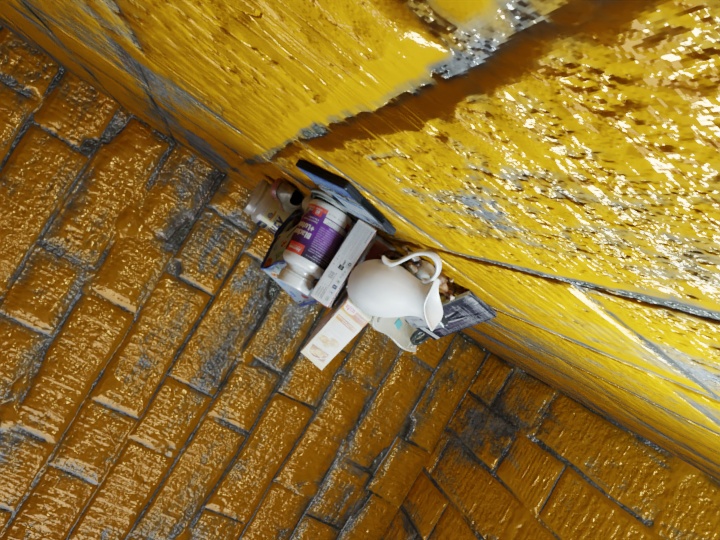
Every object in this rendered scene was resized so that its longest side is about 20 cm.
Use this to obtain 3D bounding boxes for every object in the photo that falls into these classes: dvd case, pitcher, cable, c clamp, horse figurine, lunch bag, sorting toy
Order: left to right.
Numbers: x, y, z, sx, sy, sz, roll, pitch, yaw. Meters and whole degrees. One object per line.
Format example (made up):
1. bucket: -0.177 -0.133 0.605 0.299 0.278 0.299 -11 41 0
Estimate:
1. lunch bag: -0.149 -0.037 1.348 0.123 0.202 0.170 -13 133 35
2. c clamp: -0.048 -0.141 1.216 0.199 0.027 0.170 34 178 -34
3. dvd case: -0.024 -0.140 1.000 0.142 0.018 0.200 31 176 36
4. pitcher: 0.077 0.023 1.094 0.198 0.174 0.121 14 -156 26
5. sorting toy: 0.121 0.118 1.466 0.178 0.202 0.107 12 -154 -39
6. dvd case: 0.108 0.057 1.233 0.201 0.025 0.150 51 158 -12
7. horse figurine: 0.149 0.000 1.217 0.199 0.050 0.133 32 178 11
8. cable: 0.220 0.136 1.451 0.096 0.200 0.051 19 -146 -38
9. dvd case: 0.238 0.122 1.355 0.148 0.198 0.016 34 -139 -40

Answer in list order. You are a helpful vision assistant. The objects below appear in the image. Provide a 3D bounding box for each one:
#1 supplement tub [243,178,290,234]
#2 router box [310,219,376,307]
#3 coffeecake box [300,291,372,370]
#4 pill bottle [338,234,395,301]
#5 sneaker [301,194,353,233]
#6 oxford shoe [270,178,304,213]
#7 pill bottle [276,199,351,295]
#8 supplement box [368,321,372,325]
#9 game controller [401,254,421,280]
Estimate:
1. supplement tub: -0.270 -0.194 1.693 0.199 0.146 0.145 32 178 -19
2. router box: -0.036 -0.010 1.202 0.049 0.201 0.180 32 177 3
3. coffeecake box: -0.041 0.121 1.253 0.073 0.200 0.154 40 -151 -4
4. pill bottle: 0.000 0.000 1.372 0.111 0.202 0.112 31 178 1
5. sneaker: -0.065 -0.110 1.355 0.199 0.074 0.116 35 -171 -32
6. oxford shoe: -0.194 -0.200 1.501 0.074 0.071 0.200 26 177 17
7. pill bottle: -0.110 -0.051 1.184 0.110 0.202 0.111 27 173 4
8. supplement box: 0.036 0.048 1.702 0.199 0.134 0.201 32 -148 -20
9. game controller: 0.136 0.014 1.318 0.105 0.042 0.200 50 -167 -6
